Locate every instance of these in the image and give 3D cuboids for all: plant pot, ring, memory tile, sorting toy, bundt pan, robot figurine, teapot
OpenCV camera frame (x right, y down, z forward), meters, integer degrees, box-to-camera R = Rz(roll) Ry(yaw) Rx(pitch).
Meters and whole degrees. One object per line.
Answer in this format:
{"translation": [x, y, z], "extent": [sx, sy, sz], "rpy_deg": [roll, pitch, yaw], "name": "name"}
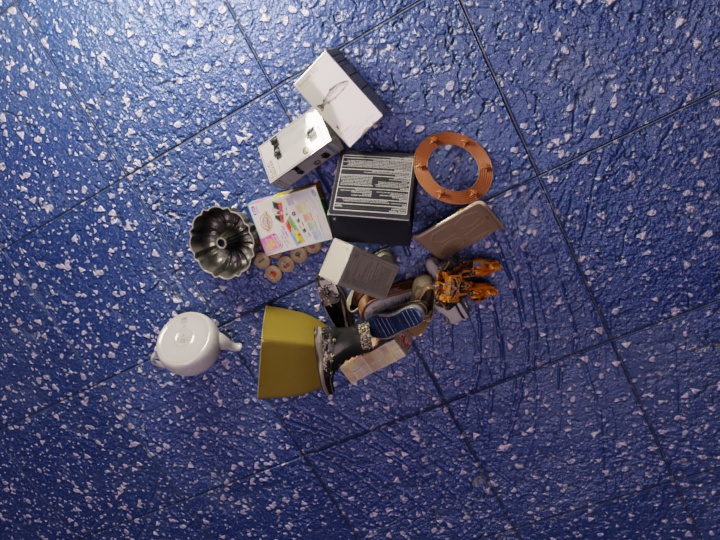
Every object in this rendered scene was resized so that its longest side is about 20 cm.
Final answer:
{"translation": [-0.179, 0.232, 1.774], "extent": [0.198, 0.196, 0.196], "rpy_deg": [5, 113, -6], "name": "plant pot"}
{"translation": [0.225, -0.250, 1.523], "extent": [0.199, 0.202, 0.019], "rpy_deg": [23, 157, 0], "name": "ring"}
{"translation": [-0.220, -0.070, 1.748], "extent": [0.199, 0.017, 0.154], "rpy_deg": [-35, 102, 20], "name": "memory tile"}
{"translation": [0.247, -0.103, 1.592], "extent": [0.199, 0.185, 0.037], "rpy_deg": [-26, 63, 20], "name": "sorting toy"}
{"translation": [-0.362, -0.082, 1.722], "extent": [0.200, 0.076, 0.204], "rpy_deg": [5, 106, 16], "name": "bundt pan"}
{"translation": [0.271, 0.029, 1.625], "extent": [0.199, 0.058, 0.146], "rpy_deg": [-9, 111, -33], "name": "robot figurine"}
{"translation": [-0.488, 0.230, 1.843], "extent": [0.199, 0.198, 0.146], "rpy_deg": [27, 157, 27], "name": "teapot"}

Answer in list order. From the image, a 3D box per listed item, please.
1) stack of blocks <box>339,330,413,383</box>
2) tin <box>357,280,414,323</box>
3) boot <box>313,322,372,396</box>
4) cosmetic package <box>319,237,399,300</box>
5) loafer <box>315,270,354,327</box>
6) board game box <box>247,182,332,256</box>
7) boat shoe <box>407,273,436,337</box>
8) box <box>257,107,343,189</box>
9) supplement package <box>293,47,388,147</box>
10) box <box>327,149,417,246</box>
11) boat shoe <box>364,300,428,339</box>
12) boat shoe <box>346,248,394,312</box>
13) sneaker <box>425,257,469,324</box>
{"translation": [0.047, 0.221, 1.749], "extent": [0.199, 0.115, 0.059], "rpy_deg": [-31, 104, 30], "name": "stack of blocks"}
{"translation": [0.093, 0.093, 1.713], "extent": [0.198, 0.042, 0.113], "rpy_deg": [-15, 133, -3], "name": "tin"}
{"translation": [-0.040, 0.233, 1.670], "extent": [0.152, 0.074, 0.205], "rpy_deg": [-9, 113, -4], "name": "boot"}
{"translation": [0.000, 0.000, 1.585], "extent": [0.073, 0.199, 0.104], "rpy_deg": [26, 92, 41], "name": "cosmetic package"}
{"translation": [-0.071, 0.096, 1.764], "extent": [0.071, 0.063, 0.201], "rpy_deg": [-19, 107, 16], "name": "loafer"}
{"translation": [-0.182, -0.135, 1.685], "extent": [0.198, 0.040, 0.154], "rpy_deg": [-13, 109, 14], "name": "board game box"}
{"translation": [0.159, 0.106, 1.676], "extent": [0.071, 0.065, 0.201], "rpy_deg": [-5, 127, -12], "name": "boat shoe"}
{"translation": [-0.152, -0.305, 1.584], "extent": [0.199, 0.060, 0.117], "rpy_deg": [-29, 68, 23], "name": "box"}
{"translation": [-0.043, -0.417, 1.524], "extent": [0.117, 0.117, 0.200], "rpy_deg": [-40, 100, 22], "name": "supplement package"}
{"translation": [0.034, -0.176, 1.551], "extent": [0.198, 0.200, 0.124], "rpy_deg": [5, 149, 8], "name": "box"}
{"translation": [0.098, 0.126, 1.651], "extent": [0.199, 0.072, 0.073], "rpy_deg": [-17, 102, 40], "name": "boat shoe"}
{"translation": [0.029, 0.035, 1.720], "extent": [0.074, 0.068, 0.201], "rpy_deg": [31, 113, -4], "name": "boat shoe"}
{"translation": [0.217, 0.058, 1.699], "extent": [0.080, 0.076, 0.201], "rpy_deg": [-23, 105, 25], "name": "sneaker"}
